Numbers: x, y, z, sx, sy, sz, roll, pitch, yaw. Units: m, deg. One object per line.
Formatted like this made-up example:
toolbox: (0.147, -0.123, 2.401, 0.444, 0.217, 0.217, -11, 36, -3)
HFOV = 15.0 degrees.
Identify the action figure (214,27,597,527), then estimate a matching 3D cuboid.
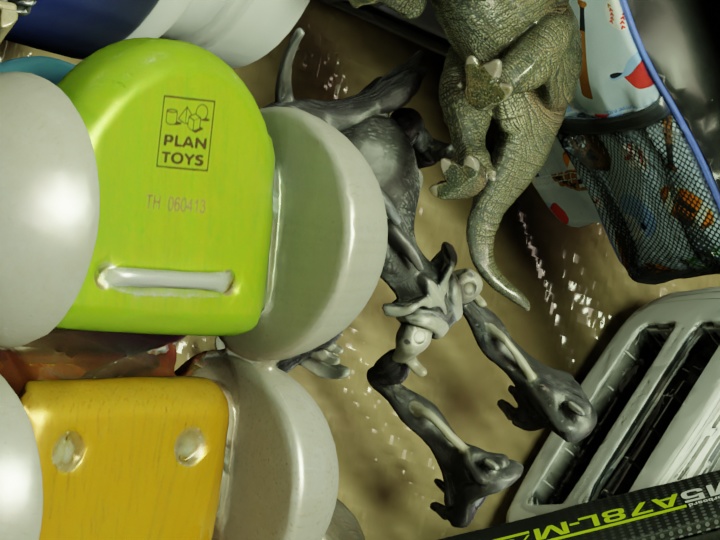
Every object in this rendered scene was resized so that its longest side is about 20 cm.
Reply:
action figure: (0.000, 0.000, 1.012, 0.119, 0.102, 0.200, -48, 117, -25)

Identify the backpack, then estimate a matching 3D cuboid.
backpack: (0.130, -0.111, 1.049, 0.200, 0.153, 0.191, -48, 124, -36)

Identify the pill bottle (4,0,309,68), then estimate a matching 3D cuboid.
pill bottle: (-0.113, -0.136, 0.918, 0.199, 0.115, 0.116, 13, 80, -37)

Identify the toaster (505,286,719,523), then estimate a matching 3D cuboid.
toaster: (0.147, 0.100, 1.117, 0.129, 0.113, 0.200, 46, 66, -23)

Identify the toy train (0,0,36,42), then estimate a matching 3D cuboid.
toy train: (-0.194, -0.085, 0.811, 0.199, 0.034, 0.046, 6, 73, -18)

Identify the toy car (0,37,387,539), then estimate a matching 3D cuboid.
toy car: (-0.098, 0.018, 0.894, 0.174, 0.150, 0.201, 2, 103, -43)

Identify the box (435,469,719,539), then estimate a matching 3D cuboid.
box: (0.118, 0.179, 1.042, 0.192, 0.048, 0.201, -14, 112, -2)

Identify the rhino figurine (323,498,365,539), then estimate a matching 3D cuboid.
rhino figurine: (-0.073, 0.132, 0.971, 0.199, 0.060, 0.088, -15, 101, -37)

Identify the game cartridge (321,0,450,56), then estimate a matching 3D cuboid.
game cartridge: (0.061, -0.145, 1.110, 0.199, 0.038, 0.130, 20, 80, -36)

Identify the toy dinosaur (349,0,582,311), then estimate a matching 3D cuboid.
toy dinosaur: (0.048, -0.087, 0.950, 0.102, 0.077, 0.201, -43, 113, -52)
